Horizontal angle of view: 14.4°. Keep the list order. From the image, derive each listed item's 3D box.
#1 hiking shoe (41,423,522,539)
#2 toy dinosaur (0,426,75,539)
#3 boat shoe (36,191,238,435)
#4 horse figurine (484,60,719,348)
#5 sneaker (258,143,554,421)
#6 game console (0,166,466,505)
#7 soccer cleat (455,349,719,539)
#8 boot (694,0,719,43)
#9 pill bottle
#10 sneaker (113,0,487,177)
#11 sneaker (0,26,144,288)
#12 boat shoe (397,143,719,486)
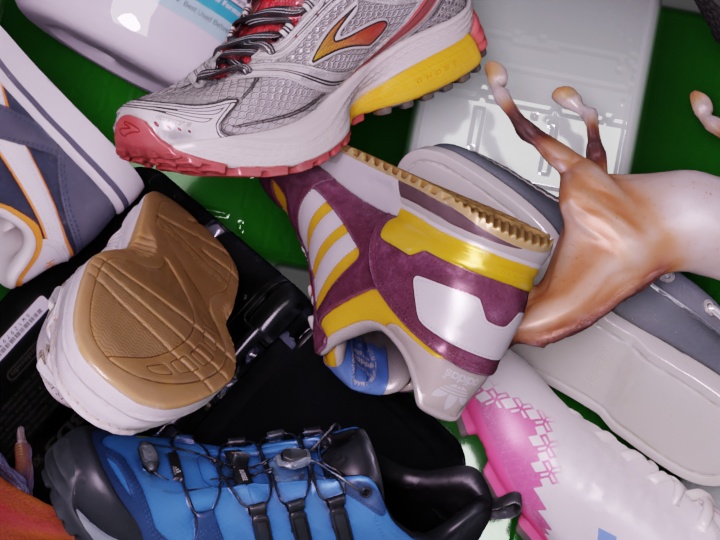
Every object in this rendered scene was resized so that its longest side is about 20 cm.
[{"bbox_3d":[-0.035,0.087,1.146,0.087,0.200,0.074,-50,42,25],"label":"hiking shoe"},{"bbox_3d":[-0.181,0.063,1.115,0.200,0.182,0.105,1,65,24],"label":"toy dinosaur"},{"bbox_3d":[-0.093,0.031,1.116,0.071,0.200,0.069,44,104,-6],"label":"boat shoe"},{"bbox_3d":[0.135,-0.032,1.196,0.200,0.050,0.133,-2,52,-16],"label":"horse figurine"},{"bbox_3d":[0.000,0.000,1.168,0.075,0.200,0.090,23,91,-26],"label":"sneaker"},{"bbox_3d":[-0.090,0.089,1.241,0.200,0.116,0.176,-48,56,-4],"label":"game console"},{"bbox_3d":[0.116,0.105,1.209,0.086,0.070,0.200,-30,93,13],"label":"soccer cleat"},{"bbox_3d":[0.191,-0.151,1.205,0.131,0.068,0.200,-38,55,-1],"label":"boot"},{"bbox_3d":[-0.057,-0.175,1.220,0.111,0.111,0.200,28,85,3],"label":"pill bottle"},{"bbox_3d":[-0.030,-0.095,1.157,0.078,0.200,0.082,9,120,38],"label":"sneaker"},{"bbox_3d":[-0.180,-0.074,1.179,0.079,0.078,0.200,-47,114,-10],"label":"sneaker"},{"bbox_3d":[0.100,0.011,1.236,0.200,0.073,0.062,40,43,11],"label":"boat shoe"}]
